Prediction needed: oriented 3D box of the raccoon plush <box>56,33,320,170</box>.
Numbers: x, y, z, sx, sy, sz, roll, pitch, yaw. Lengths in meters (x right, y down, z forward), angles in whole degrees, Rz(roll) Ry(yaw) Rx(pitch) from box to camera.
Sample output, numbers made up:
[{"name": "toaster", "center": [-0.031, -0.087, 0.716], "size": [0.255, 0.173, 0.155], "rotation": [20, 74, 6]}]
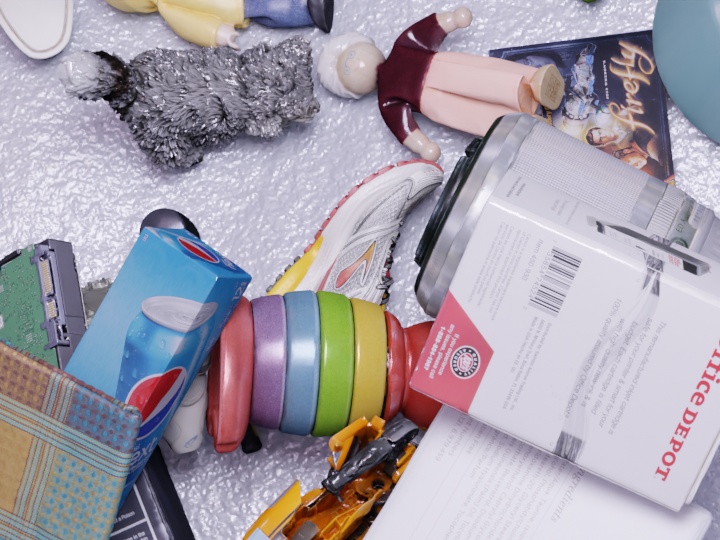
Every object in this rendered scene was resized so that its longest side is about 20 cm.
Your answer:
[{"name": "raccoon plush", "center": [-0.119, -0.135, 1.660], "size": [0.133, 0.200, 0.097], "rotation": [-14, 88, 27]}]

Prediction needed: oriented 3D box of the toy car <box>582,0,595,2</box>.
[{"name": "toy car", "center": [0.191, -0.341, 1.714], "size": [0.164, 0.158, 0.200], "rotation": [42, 56, 15]}]

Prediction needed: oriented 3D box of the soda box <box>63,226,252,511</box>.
[{"name": "soda box", "center": [-0.159, 0.071, 1.511], "size": [0.068, 0.064, 0.201], "rotation": [34, 101, 17]}]

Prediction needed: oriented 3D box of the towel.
[{"name": "towel", "center": [-0.231, 0.155, 1.496], "size": [0.146, 0.022, 0.201], "rotation": [26, 112, 18]}]

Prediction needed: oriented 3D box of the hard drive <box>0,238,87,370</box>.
[{"name": "hard drive", "center": [-0.280, 0.075, 1.651], "size": [0.200, 0.038, 0.140], "rotation": [-28, 66, 38]}]

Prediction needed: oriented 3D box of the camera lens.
[{"name": "camera lens", "center": [0.148, -0.007, 1.546], "size": [0.199, 0.160, 0.161], "rotation": [26, 80, 6]}]

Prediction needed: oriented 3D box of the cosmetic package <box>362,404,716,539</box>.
[{"name": "cosmetic package", "center": [0.124, 0.204, 1.525], "size": [0.199, 0.167, 0.167], "rotation": [29, 81, 17]}]

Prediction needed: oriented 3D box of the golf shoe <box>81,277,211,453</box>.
[{"name": "golf shoe", "center": [-0.176, 0.073, 1.650], "size": [0.078, 0.098, 0.200], "rotation": [-18, 29, -22]}]

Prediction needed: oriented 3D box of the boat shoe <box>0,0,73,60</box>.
[{"name": "boat shoe", "center": [-0.288, -0.258, 1.787], "size": [0.075, 0.062, 0.201], "rotation": [-24, 79, -15]}]

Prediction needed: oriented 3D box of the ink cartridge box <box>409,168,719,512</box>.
[{"name": "ink cartridge box", "center": [0.154, 0.044, 1.429], "size": [0.199, 0.083, 0.147], "rotation": [25, 111, 5]}]

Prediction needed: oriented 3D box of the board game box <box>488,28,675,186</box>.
[{"name": "board game box", "center": [0.172, -0.079, 1.669], "size": [0.135, 0.035, 0.201], "rotation": [-7, 73, 8]}]

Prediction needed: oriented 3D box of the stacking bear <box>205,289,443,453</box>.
[{"name": "stacking bear", "center": [-0.007, 0.073, 1.580], "size": [0.199, 0.121, 0.114], "rotation": [2, 95, -8]}]

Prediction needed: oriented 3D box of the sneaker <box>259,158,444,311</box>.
[{"name": "sneaker", "center": [0.000, 0.000, 1.663], "size": [0.082, 0.078, 0.200], "rotation": [38, 92, 11]}]

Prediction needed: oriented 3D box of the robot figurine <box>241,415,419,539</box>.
[{"name": "robot figurine", "center": [-0.031, 0.180, 1.512], "size": [0.058, 0.145, 0.200], "rotation": [35, 59, 20]}]

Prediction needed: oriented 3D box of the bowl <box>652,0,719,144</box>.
[{"name": "bowl", "center": [0.324, -0.192, 1.622], "size": [0.200, 0.105, 0.202], "rotation": [0, 72, -1]}]

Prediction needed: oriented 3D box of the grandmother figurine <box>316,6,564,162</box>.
[{"name": "grandmother figurine", "center": [0.056, -0.147, 1.677], "size": [0.199, 0.061, 0.122], "rotation": [13, 74, 29]}]

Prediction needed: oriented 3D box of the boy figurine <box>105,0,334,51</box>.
[{"name": "boy figurine", "center": [-0.118, -0.239, 1.754], "size": [0.199, 0.064, 0.125], "rotation": [6, 78, 8]}]

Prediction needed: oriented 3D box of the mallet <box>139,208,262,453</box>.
[{"name": "mallet", "center": [-0.120, 0.043, 1.669], "size": [0.041, 0.066, 0.201], "rotation": [-23, 72, 4]}]

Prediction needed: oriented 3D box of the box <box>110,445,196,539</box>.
[{"name": "box", "center": [-0.213, 0.242, 1.596], "size": [0.199, 0.123, 0.199], "rotation": [-24, 72, 0]}]
